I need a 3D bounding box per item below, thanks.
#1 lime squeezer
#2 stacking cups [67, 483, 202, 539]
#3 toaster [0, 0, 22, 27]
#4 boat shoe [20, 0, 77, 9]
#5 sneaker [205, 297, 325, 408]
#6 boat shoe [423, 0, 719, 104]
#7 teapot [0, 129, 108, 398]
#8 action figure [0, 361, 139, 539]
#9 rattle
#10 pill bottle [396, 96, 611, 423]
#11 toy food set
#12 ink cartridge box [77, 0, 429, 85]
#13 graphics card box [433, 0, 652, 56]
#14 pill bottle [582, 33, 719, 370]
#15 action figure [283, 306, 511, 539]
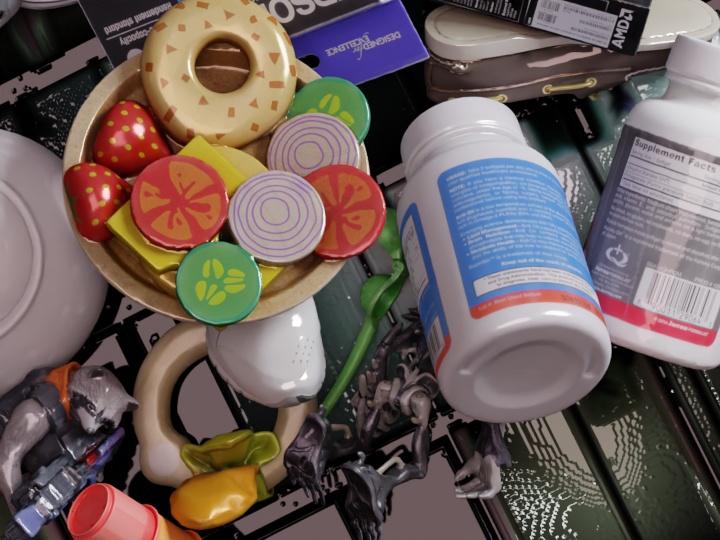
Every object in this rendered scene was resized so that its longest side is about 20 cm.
[{"bbox_3d":[0.000,0.000,1.592,0.070,0.038,0.201,-1,89,2],"label":"lime squeezer"},{"bbox_3d":[-0.109,0.199,1.526,0.200,0.060,0.061,39,90,-32],"label":"stacking cups"},{"bbox_3d":[-0.314,-0.194,1.564,0.200,0.114,0.129,-38,80,4],"label":"toaster"},{"bbox_3d":[-0.157,-0.238,1.589,0.199,0.070,0.071,-24,87,1],"label":"boat shoe"},{"bbox_3d":[-0.069,-0.004,1.518,0.074,0.087,0.201,-11,58,-12],"label":"sneaker"},{"bbox_3d":[0.140,-0.146,1.580,0.199,0.072,0.060,-6,129,-10],"label":"boat shoe"},{"bbox_3d":[-0.264,-0.004,1.548,0.197,0.146,0.201,19,90,3],"label":"teapot"},{"bbox_3d":[-0.233,0.121,1.516,0.193,0.200,0.105,-30,95,8],"label":"action figure"},{"bbox_3d":[-0.091,0.056,1.547,0.130,0.143,0.201,19,95,21],"label":"rattle"},{"bbox_3d":[0.085,-0.012,1.516,0.112,0.112,0.201,-14,52,2],"label":"pill bottle"},{"bbox_3d":[-0.084,-0.061,1.472,0.198,0.049,0.200,42,71,8],"label":"toy food set"},{"bbox_3d":[-0.084,-0.185,1.529,0.198,0.043,0.200,-19,112,25],"label":"ink cartridge box"},{"bbox_3d":[0.101,-0.223,1.559,0.199,0.051,0.126,14,49,3],"label":"graphics card box"},{"bbox_3d":[0.212,-0.046,1.537,0.110,0.111,0.201,19,96,3],"label":"pill bottle"},{"bbox_3d":[0.040,0.094,1.556,0.119,0.102,0.200,28,47,29],"label":"action figure"}]
